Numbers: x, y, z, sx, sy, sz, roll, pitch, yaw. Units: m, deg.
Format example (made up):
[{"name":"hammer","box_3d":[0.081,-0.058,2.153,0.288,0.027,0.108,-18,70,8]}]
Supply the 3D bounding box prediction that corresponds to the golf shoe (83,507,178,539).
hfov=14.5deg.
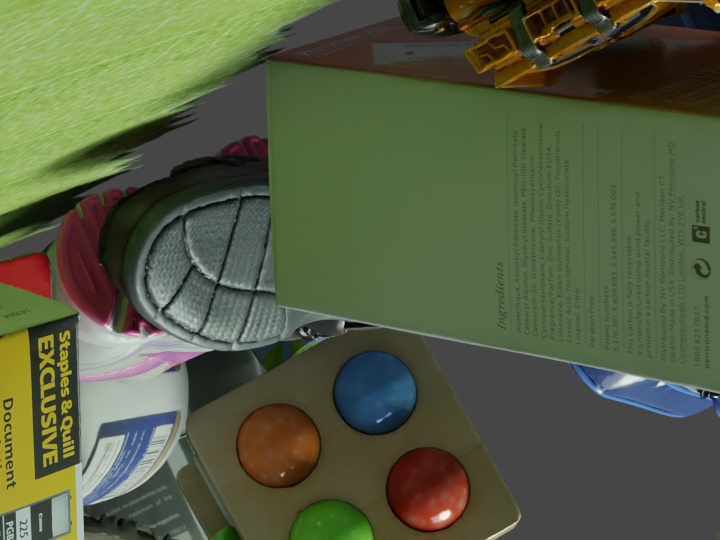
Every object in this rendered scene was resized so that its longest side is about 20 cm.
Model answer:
[{"name":"golf shoe","box_3d":[-0.170,0.147,1.207,0.199,0.089,0.077,0,162,-19]}]

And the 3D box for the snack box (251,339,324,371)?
[{"name":"snack box","box_3d":[0.035,-0.037,1.478,0.199,0.068,0.169,-33,178,18]}]

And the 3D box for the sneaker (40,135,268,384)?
[{"name":"sneaker","box_3d":[-0.083,0.000,1.235,0.088,0.082,0.199,-32,167,37]}]

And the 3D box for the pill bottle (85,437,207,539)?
[{"name":"pill bottle","box_3d":[-0.136,0.115,1.707,0.115,0.201,0.116,-25,177,-1]}]

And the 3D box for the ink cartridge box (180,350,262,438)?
[{"name":"ink cartridge box","box_3d":[-0.172,0.070,1.507,0.199,0.088,0.145,-19,176,24]}]

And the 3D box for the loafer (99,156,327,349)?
[{"name":"loafer","box_3d":[-0.042,-0.013,1.147,0.063,0.072,0.199,28,-162,34]}]

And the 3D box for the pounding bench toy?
[{"name":"pounding bench toy","box_3d":[-0.041,0.130,1.424,0.199,0.125,0.156,-28,168,-11]}]

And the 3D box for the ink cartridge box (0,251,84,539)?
[{"name":"ink cartridge box","box_3d":[-0.162,0.109,1.084,0.175,0.201,0.084,-17,-155,-41]}]

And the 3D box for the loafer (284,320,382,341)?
[{"name":"loafer","box_3d":[0.000,0.000,1.337,0.199,0.063,0.072,-10,139,-12]}]

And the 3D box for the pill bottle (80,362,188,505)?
[{"name":"pill bottle","box_3d":[-0.160,0.059,1.293,0.110,0.112,0.200,-26,174,14]}]

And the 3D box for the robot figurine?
[{"name":"robot figurine","box_3d":[0.104,-0.113,0.971,0.145,0.059,0.200,-28,177,40]}]

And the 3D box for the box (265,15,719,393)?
[{"name":"box","box_3d":[0.080,-0.032,1.027,0.199,0.098,0.124,10,-160,36]}]

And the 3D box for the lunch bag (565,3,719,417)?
[{"name":"lunch bag","box_3d":[0.130,-0.029,1.231,0.132,0.201,0.136,-31,155,23]}]
